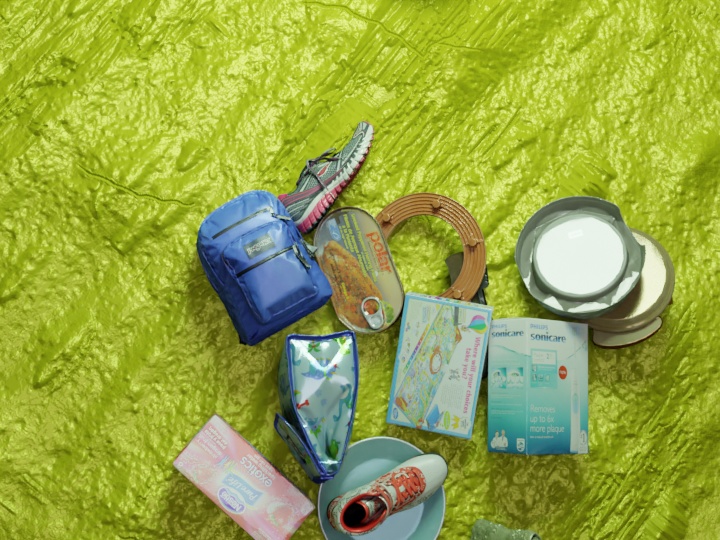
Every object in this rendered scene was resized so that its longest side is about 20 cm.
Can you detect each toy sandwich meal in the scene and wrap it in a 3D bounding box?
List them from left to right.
[{"bbox_3d":[0.408,0.026,1.589,0.203,0.070,0.207,-6,63,12],"label":"toy sandwich meal"}]

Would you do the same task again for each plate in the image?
[{"bbox_3d":[0.031,0.355,1.522,0.198,0.026,0.202,1,84,-7],"label":"plate"}]

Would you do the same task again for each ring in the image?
[{"bbox_3d":[0.096,-0.022,1.543,0.198,0.019,0.203,-2,83,15],"label":"ring"}]

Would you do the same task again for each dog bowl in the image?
[{"bbox_3d":[0.342,-0.015,1.553,0.198,0.059,0.202,-6,62,11],"label":"dog bowl"}]

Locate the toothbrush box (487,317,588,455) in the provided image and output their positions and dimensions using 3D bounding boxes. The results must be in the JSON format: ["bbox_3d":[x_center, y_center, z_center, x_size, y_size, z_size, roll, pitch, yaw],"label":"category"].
[{"bbox_3d":[0.271,0.177,1.517,0.145,0.085,0.202,8,79,-38],"label":"toothbrush box"}]

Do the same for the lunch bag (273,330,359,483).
[{"bbox_3d":[-0.062,0.203,1.443,0.126,0.170,0.202,-5,76,-8],"label":"lunch bag"}]

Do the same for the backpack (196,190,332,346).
[{"bbox_3d":[-0.145,-0.017,1.473,0.162,0.168,0.201,-27,84,-17],"label":"backpack"}]

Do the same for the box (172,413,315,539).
[{"bbox_3d":[-0.170,0.310,1.460,0.200,0.103,0.095,42,79,-2],"label":"box"}]

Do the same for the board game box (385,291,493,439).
[{"bbox_3d":[0.120,0.143,1.512,0.133,0.034,0.202,10,97,10],"label":"board game box"}]

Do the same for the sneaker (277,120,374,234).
[{"bbox_3d":[-0.049,-0.154,1.545,0.074,0.081,0.201,38,80,0],"label":"sneaker"}]

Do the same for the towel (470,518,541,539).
[{"bbox_3d":[0.205,0.478,1.477,0.036,0.148,0.202,13,81,-33],"label":"towel"}]

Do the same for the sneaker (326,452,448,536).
[{"bbox_3d":[0.049,0.330,1.459,0.200,0.108,0.068,-22,86,-10],"label":"sneaker"}]

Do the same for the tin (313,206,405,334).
[{"bbox_3d":[0.000,0.000,1.535,0.111,0.042,0.202,-21,81,13],"label":"tin"}]

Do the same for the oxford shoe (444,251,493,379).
[{"bbox_3d":[0.166,0.071,1.561,0.084,0.073,0.202,-8,82,8],"label":"oxford shoe"}]
